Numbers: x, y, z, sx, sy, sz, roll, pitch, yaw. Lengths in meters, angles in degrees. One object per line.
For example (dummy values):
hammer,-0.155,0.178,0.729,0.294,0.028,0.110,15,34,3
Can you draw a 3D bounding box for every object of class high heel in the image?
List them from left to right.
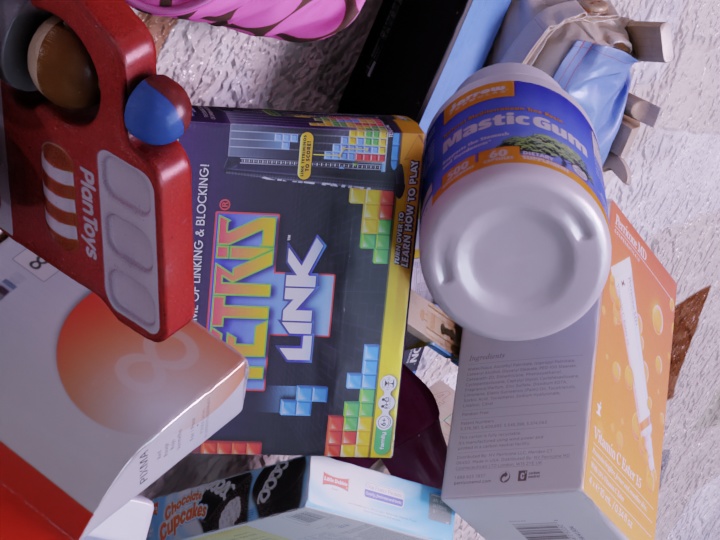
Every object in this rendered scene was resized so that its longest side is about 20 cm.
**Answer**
high heel,-0.022,0.117,1.623,0.067,0.199,0.096,-31,99,-40

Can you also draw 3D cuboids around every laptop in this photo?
laptop,0.067,-0.140,1.549,0.115,0.200,0.188,19,102,-22

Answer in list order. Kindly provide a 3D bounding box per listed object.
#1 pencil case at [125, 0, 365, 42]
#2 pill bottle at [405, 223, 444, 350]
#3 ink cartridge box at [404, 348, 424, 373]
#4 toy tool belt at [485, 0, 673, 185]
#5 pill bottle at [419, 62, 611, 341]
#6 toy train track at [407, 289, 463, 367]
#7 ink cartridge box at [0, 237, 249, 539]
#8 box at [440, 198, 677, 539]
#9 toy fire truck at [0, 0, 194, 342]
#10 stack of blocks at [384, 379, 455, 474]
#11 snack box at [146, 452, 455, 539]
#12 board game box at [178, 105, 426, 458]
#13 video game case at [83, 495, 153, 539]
pencil case,-0.061,-0.172,1.319,0.200,0.093,0.091,-7,103,-67
pill bottle,0.000,0.000,1.568,0.200,0.112,0.113,-7,121,-55
ink cartridge box,-0.006,0.067,1.693,0.200,0.039,0.100,-9,122,-55
toy tool belt,0.143,-0.100,1.690,0.125,0.123,0.201,-17,130,-50
pill bottle,0.091,-0.051,1.458,0.200,0.111,0.113,-87,-171,-62
toy train track,0.061,0.053,1.556,0.200,0.032,0.115,35,55,-56
ink cartridge box,-0.184,0.070,1.296,0.200,0.162,0.050,-37,150,-36
box,0.129,0.074,1.540,0.124,0.097,0.201,45,46,-51
toy fire truck,-0.145,-0.078,1.220,0.112,0.167,0.201,-34,141,-38
stack of blocks,0.008,0.183,1.775,0.200,0.058,0.116,-37,153,-35
snack box,-0.045,0.161,1.538,0.116,0.200,0.037,19,66,-33
board game box,-0.055,0.007,1.417,0.164,0.057,0.201,1,105,-15
video game case,-0.215,0.209,1.355,0.182,0.023,0.201,17,86,-39
